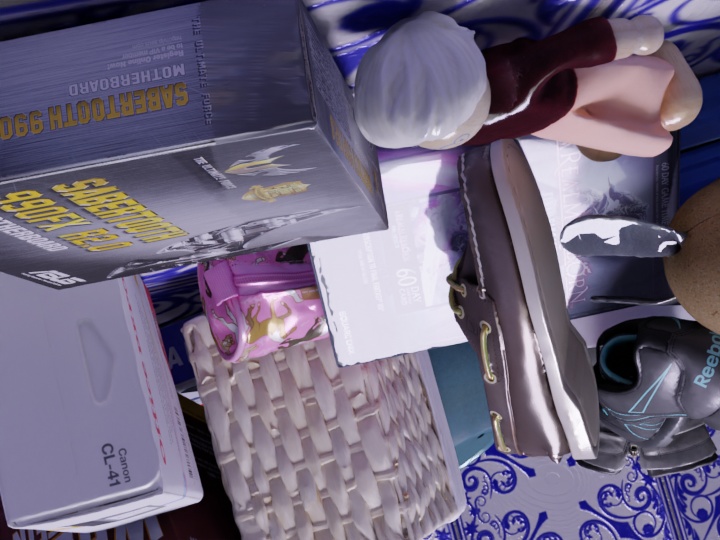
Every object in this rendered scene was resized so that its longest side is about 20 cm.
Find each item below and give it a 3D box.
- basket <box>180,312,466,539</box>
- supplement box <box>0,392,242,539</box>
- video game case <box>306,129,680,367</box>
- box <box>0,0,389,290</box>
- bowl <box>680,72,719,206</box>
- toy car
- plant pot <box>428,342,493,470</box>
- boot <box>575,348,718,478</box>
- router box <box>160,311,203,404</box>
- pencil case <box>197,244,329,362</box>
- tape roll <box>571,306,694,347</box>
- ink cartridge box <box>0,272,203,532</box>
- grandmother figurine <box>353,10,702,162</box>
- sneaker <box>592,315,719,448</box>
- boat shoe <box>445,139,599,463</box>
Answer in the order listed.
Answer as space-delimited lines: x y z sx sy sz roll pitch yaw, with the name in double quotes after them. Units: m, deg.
-0.024 0.100 0.920 0.135 0.201 0.123 -16 -178 17 "basket"
-0.137 0.206 0.951 0.133 0.200 0.197 -37 143 11 "supplement box"
0.072 -0.019 0.722 0.199 0.019 0.143 -11 133 1 "video game case"
-0.079 -0.039 0.510 0.158 0.049 0.200 -9 172 6 "box"
0.195 -0.073 0.807 0.200 0.040 0.201 -15 170 -3 "bowl"
0.204 -0.028 0.671 0.199 0.158 0.164 -15 151 15 "toy car"
0.037 0.095 1.056 0.200 0.135 0.200 -29 160 -12 "plant pot"
0.247 0.081 0.986 0.199 0.131 0.068 -9 -172 26 "boot"
-0.121 0.075 1.133 0.200 0.049 0.179 -21 169 33 "router box"
0.000 0.000 0.804 0.199 0.083 0.087 -11 131 -18 "pencil case"
0.194 -0.005 0.944 0.202 0.071 0.202 -13 -172 2 "tape roll"
-0.153 0.069 0.762 0.085 0.148 0.200 -15 169 -3 "ink cartridge box"
0.073 -0.074 0.566 0.200 0.061 0.121 -8 158 -49 "grandmother figurine"
0.170 0.057 0.791 0.079 0.076 0.200 17 165 -6 "sneaker"
0.078 0.021 0.700 0.059 0.200 0.072 -7 -144 20 "boat shoe"
